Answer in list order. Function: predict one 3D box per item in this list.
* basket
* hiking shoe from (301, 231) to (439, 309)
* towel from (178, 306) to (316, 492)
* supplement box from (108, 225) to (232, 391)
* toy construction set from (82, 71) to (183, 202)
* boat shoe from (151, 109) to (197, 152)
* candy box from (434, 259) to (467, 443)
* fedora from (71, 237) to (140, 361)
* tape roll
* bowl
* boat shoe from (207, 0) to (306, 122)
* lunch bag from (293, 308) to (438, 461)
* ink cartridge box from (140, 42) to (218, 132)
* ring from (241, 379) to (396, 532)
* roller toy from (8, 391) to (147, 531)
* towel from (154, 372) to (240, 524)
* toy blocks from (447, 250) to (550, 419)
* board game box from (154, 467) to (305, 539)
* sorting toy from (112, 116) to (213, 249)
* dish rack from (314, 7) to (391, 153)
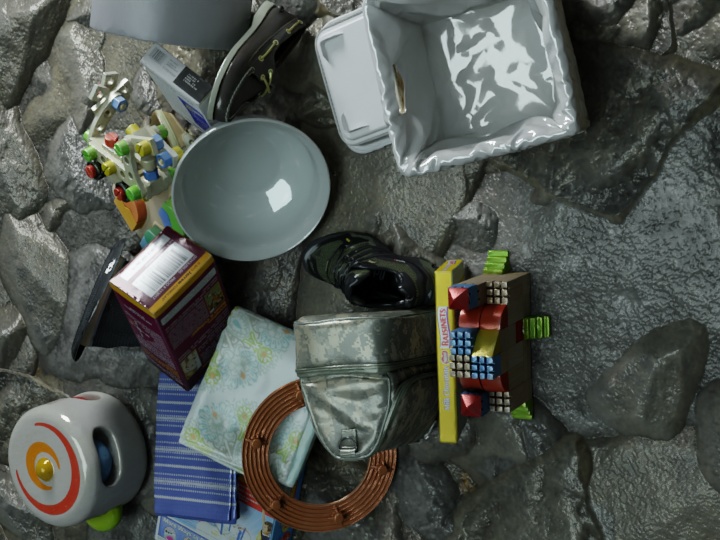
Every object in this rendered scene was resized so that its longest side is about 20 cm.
[{"bbox_3d":[0.129,-0.216,1.262,0.199,0.161,0.199,-13,91,17],"label":"basket"},{"bbox_3d":[0.000,0.000,1.440,0.199,0.101,0.076,14,104,30],"label":"hiking shoe"},{"bbox_3d":[-0.128,0.170,1.533,0.171,0.048,0.201,23,89,11],"label":"towel"},{"bbox_3d":[-0.238,0.053,1.538,0.085,0.110,0.200,32,155,25],"label":"supplement box"},{"bbox_3d":[-0.303,-0.163,1.506,0.200,0.092,0.132,50,149,38],"label":"toy construction set"},{"bbox_3d":[-0.226,-0.134,1.598,0.201,0.063,0.073,59,146,19],"label":"boat shoe"},{"bbox_3d":[0.108,0.093,1.385,0.026,0.102,0.201,0,98,15],"label":"candy box"},{"bbox_3d":[-0.334,0.055,1.653,0.091,0.201,0.201,23,113,-8],"label":"fedora"},{"bbox_3d":[-0.238,-0.327,1.483,0.200,0.200,0.066,18,108,29],"label":"tape roll"},{"bbox_3d":[-0.143,-0.120,1.494,0.202,0.200,0.091,-60,25,25],"label":"bowl"},{"bbox_3d":[-0.126,-0.251,1.436,0.060,0.202,0.072,23,145,2],"label":"boat shoe"},{"bbox_3d":[0.018,0.133,1.391,0.139,0.200,0.169,-3,89,23],"label":"lunch bag"},{"bbox_3d":[-0.216,-0.219,1.502,0.095,0.200,0.037,38,82,7],"label":"ink cartridge box"},{"bbox_3d":[-0.052,0.235,1.492,0.199,0.019,0.202,0,95,-5],"label":"ring"},{"bbox_3d":[-0.424,0.277,1.736,0.200,0.140,0.183,38,115,23],"label":"roller toy"},{"bbox_3d":[-0.221,0.240,1.602,0.144,0.024,0.201,-2,84,31],"label":"towel"},{"bbox_3d":[0.147,0.086,1.334,0.100,0.137,0.201,2,99,28],"label":"toy blocks"},{"bbox_3d":[-0.184,0.321,1.638,0.199,0.056,0.197,21,108,29],"label":"board game box"},{"bbox_3d":[-0.280,-0.082,1.608,0.201,0.036,0.185,61,146,12],"label":"sorting toy"},{"bbox_3d":[0.033,-0.244,1.416,0.199,0.043,0.172,-16,88,33],"label":"dish rack"}]
